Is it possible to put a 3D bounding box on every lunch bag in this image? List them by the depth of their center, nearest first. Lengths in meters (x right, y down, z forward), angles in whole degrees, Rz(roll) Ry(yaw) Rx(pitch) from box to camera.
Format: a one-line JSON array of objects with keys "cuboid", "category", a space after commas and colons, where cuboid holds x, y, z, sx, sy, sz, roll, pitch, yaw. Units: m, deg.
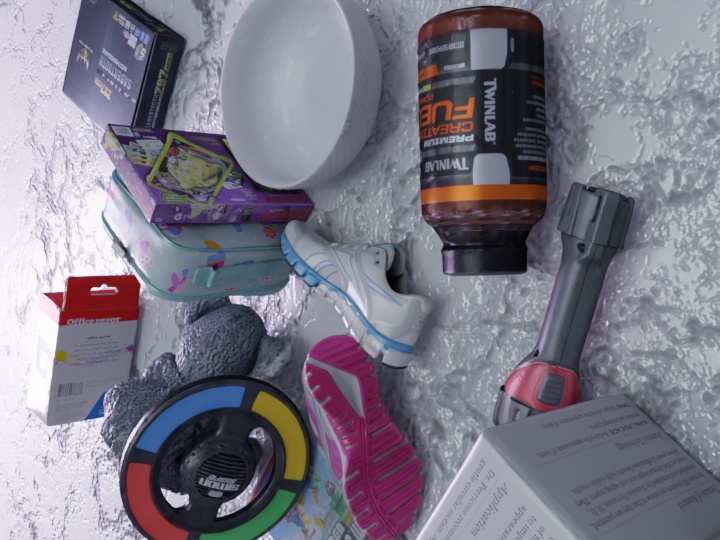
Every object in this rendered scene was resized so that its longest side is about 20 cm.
[{"cuboid": [-0.163, -0.038, 0.850, 0.161, 0.197, 0.078, 49, 123, 28], "category": "lunch bag"}]

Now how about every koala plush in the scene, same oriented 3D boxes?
[{"cuboid": [-0.170, 0.121, 0.898, 0.177, 0.183, 0.201, 43, 101, 22], "category": "koala plush"}]

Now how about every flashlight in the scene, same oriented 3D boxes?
[{"cuboid": [0.160, 0.035, 0.643, 0.067, 0.067, 0.205, 22, 102, 43], "category": "flashlight"}]

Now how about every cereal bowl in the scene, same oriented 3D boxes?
[{"cuboid": [-0.050, -0.182, 0.816, 0.197, 0.082, 0.206, 2, 93, 44], "category": "cereal bowl"}]

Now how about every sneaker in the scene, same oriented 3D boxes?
[{"cuboid": [-0.001, 0.159, 0.794, 0.088, 0.080, 0.205, 168, 84, -76], "category": "sneaker"}, {"cuboid": [0.000, 0.000, 0.797, 0.200, 0.074, 0.088, 43, 106, 30], "category": "sneaker"}]

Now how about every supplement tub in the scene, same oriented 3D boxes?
[{"cuboid": [0.099, -0.099, 0.663, 0.105, 0.106, 0.206, -1, 91, 43], "category": "supplement tub"}]

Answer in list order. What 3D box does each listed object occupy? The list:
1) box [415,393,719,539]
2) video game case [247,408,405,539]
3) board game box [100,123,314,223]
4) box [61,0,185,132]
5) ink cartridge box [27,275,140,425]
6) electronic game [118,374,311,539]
[{"cuboid": [0.137, 0.214, 0.577, 0.131, 0.197, 0.202, 45, 120, 34], "category": "box"}, {"cuboid": [-0.040, 0.270, 0.869, 0.200, 0.017, 0.145, 46, 121, 33], "category": "video game case"}, {"cuboid": [-0.152, -0.097, 0.838, 0.120, 0.197, 0.033, 48, 122, 31], "category": "board game box"}, {"cuboid": [-0.322, -0.272, 1.093, 0.199, 0.050, 0.161, 40, 118, 35], "category": "box"}, {"cuboid": [-0.370, 0.095, 1.099, 0.066, 0.115, 0.205, 23, 107, 40], "category": "ink cartridge box"}, {"cuboid": [-0.143, 0.200, 0.826, 0.042, 0.195, 0.205, 43, 121, 60], "category": "electronic game"}]
